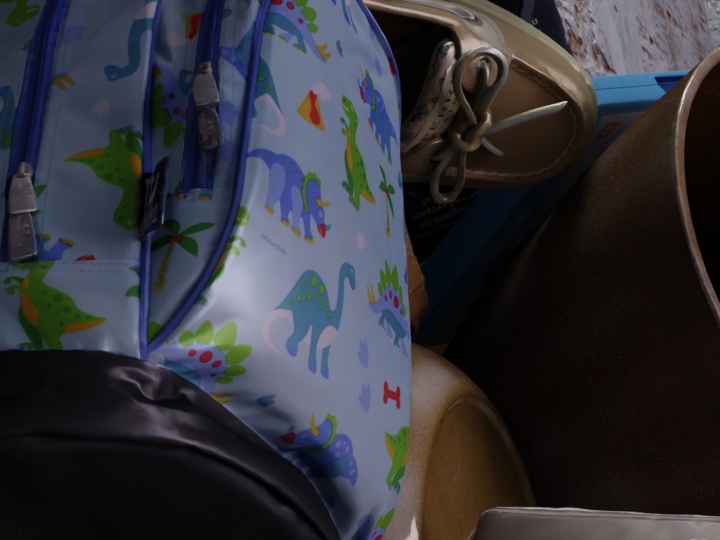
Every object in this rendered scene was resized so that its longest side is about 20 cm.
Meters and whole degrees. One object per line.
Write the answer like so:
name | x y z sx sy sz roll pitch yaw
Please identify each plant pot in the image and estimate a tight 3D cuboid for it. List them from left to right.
plant pot | 0.035 0.120 0.736 0.200 0.027 0.202 -10 90 -71
plant pot | 0.117 0.040 0.847 0.186 0.200 0.188 23 52 -32

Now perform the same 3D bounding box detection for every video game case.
video game case | 0.109 -0.029 0.923 0.199 0.143 0.018 -9 55 -49

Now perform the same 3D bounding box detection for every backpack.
backpack | -0.052 -0.003 0.626 0.163 0.153 0.201 50 18 -46

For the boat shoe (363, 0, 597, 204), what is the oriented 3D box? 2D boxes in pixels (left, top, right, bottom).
boat shoe | -0.002 -0.065 0.758 0.063 0.199 0.074 -122 -131 -60

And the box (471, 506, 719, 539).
box | 0.100 0.195 0.618 0.201 0.163 0.167 -63 144 -43

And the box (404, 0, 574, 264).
box | 0.019 -0.130 0.934 0.149 0.106 0.201 -105 173 -51

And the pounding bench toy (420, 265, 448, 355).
pounding bench toy | 0.103 0.067 1.098 0.156 0.123 0.202 43 38 -63

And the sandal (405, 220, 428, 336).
sandal | 0.000 0.000 0.794 0.200 0.054 0.081 -51 127 -71

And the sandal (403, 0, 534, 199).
sandal | 0.036 -0.119 0.809 0.043 0.076 0.202 -133 -134 -59
